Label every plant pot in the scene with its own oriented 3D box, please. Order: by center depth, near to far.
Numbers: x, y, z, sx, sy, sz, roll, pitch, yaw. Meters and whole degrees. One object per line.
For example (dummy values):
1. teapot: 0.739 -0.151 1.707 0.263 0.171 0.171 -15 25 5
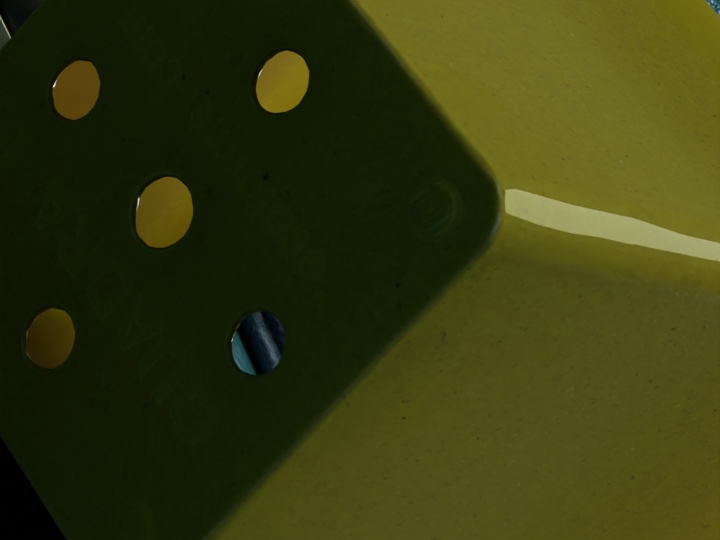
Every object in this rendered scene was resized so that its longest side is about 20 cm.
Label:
1. plant pot: 0.000 0.000 0.713 0.200 0.200 0.176 53 18 28

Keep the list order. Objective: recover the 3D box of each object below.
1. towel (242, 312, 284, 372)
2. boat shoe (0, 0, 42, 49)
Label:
1. towel: -0.024 -0.024 1.180 0.200 0.048 0.112 -93 162 -60
2. boat shoe: -0.093 -0.122 0.912 0.200 0.059 0.072 -94 164 -59
